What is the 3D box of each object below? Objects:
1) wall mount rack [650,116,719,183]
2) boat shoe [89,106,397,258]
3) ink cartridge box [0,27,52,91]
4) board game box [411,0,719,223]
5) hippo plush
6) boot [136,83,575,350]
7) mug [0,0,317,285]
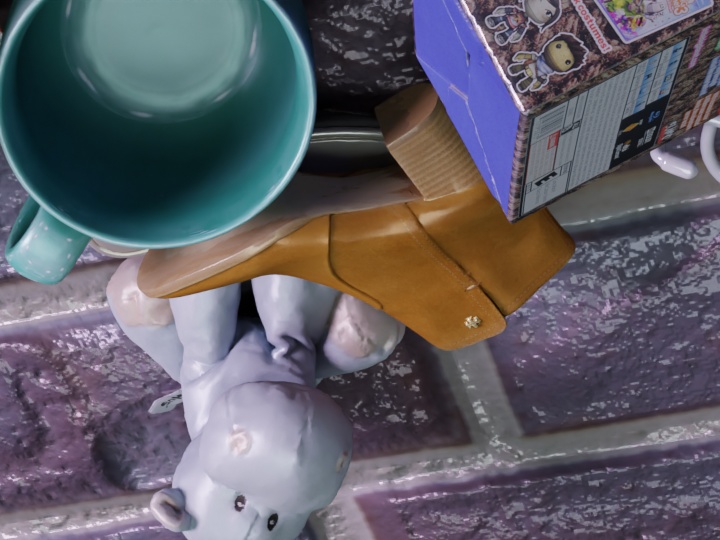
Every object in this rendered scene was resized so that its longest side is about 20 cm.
[{"bbox_3d":[0.240,-0.088,1.009,0.172,0.075,0.201,16,132,4],"label":"wall mount rack"},{"bbox_3d":[-0.057,-0.058,1.108,0.198,0.057,0.067,-11,132,10],"label":"boat shoe"},{"bbox_3d":[-0.265,-0.105,1.091,0.199,0.051,0.109,-23,124,24],"label":"ink cartridge box"},{"bbox_3d":[0.129,-0.125,0.872,0.199,0.097,0.160,-27,166,-5],"label":"board game box"},{"bbox_3d":[-0.077,0.076,1.149,0.159,0.161,0.200,29,129,-17],"label":"hippo plush"},{"bbox_3d":[0.000,-0.001,1.073,0.200,0.071,0.144,-28,128,17],"label":"boot"},{"bbox_3d":[-0.113,-0.097,1.014,0.184,0.115,0.153,-21,117,8],"label":"mug"}]
